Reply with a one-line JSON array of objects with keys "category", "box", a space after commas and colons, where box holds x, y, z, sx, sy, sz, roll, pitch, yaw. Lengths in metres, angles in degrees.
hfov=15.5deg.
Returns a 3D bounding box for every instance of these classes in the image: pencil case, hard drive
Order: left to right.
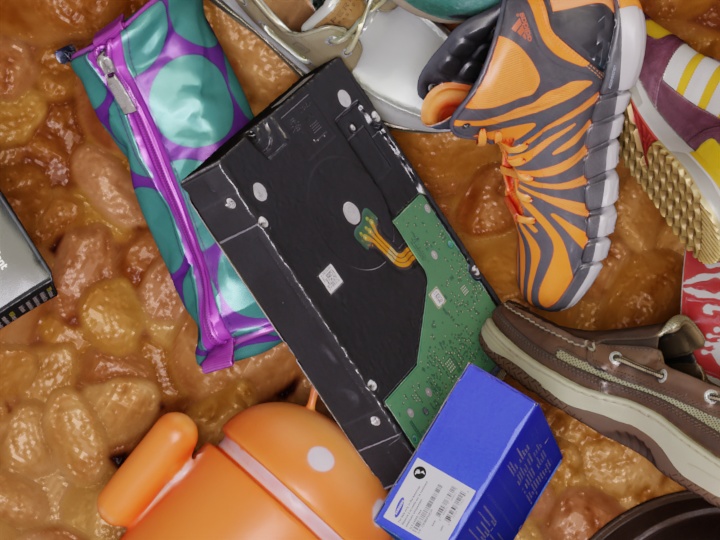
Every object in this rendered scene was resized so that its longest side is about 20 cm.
[{"category": "pencil case", "box": [-0.089, -0.049, 1.450, 0.085, 0.092, 0.200, -25, 89, 32]}, {"category": "hard drive", "box": [0.000, 0.000, 1.428, 0.200, 0.038, 0.140, 55, 40, -10]}]

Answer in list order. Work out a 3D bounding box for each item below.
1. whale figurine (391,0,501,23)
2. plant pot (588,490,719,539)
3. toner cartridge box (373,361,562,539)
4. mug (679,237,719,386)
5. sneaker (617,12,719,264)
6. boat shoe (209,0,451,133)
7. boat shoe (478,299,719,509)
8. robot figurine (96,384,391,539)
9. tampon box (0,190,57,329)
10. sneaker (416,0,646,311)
[{"category": "whale figurine", "box": [0.094, -0.203, 1.438, 0.199, 0.104, 0.160, -3, 88, -20]}, {"category": "plant pot", "box": [0.207, 0.216, 1.405, 0.200, 0.198, 0.201, 0, 85, -4]}, {"category": "toner cartridge box", "box": [0.060, 0.114, 1.397, 0.043, 0.200, 0.095, 32, 84, 13]}, {"category": "mug", "box": [0.282, 0.023, 1.464, 0.199, 0.178, 0.134, 1, 105, 12]}, {"category": "sneaker", "box": [0.190, -0.085, 1.454, 0.090, 0.075, 0.200, -17, 49, -9]}, {"category": "boat shoe", "box": [-0.016, -0.141, 1.475, 0.200, 0.068, 0.075, 30, 82, -3]}, {"category": "boat shoe", "box": [0.156, 0.057, 1.401, 0.202, 0.075, 0.075, 32, 97, 30]}, {"category": "robot figurine", "box": [-0.063, 0.153, 1.427, 0.144, 0.117, 0.200, 40, 83, 23]}, {"category": "tampon box", "box": [-0.284, 0.000, 1.414, 0.200, 0.126, 0.150, -33, 90, -7]}, {"category": "sneaker", "box": [0.081, -0.067, 1.438, 0.112, 0.078, 0.201, -5, 119, -22]}]
